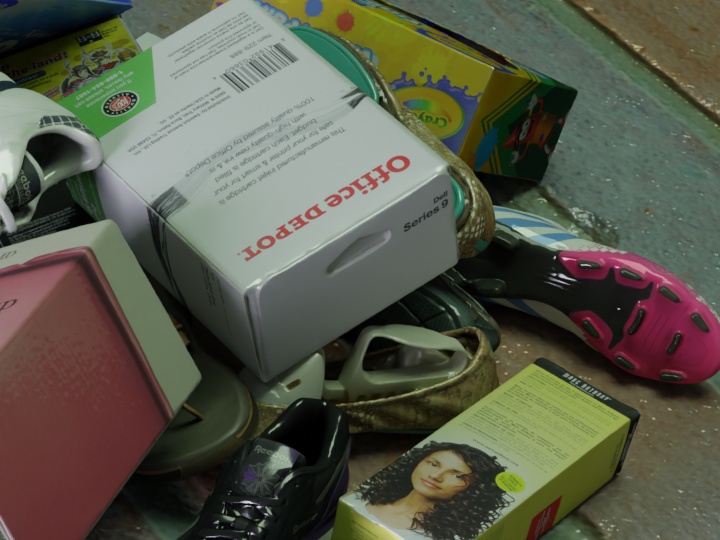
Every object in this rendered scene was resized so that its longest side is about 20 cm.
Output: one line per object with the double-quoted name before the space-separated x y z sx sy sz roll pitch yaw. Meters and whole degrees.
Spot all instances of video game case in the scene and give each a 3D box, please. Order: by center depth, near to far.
"video game case" -0.206 -0.068 1.661 0.200 0.026 0.181 -21 47 -13

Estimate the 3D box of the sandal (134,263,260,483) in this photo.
"sandal" -0.117 0.049 1.519 0.082 0.055 0.200 -32 38 5

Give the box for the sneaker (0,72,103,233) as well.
"sneaker" -0.229 -0.041 1.467 0.080 0.076 0.200 29 48 25

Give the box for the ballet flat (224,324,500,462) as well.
"ballet flat" -0.013 0.063 1.544 0.200 0.065 0.071 -8 28 -25

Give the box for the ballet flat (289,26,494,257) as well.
"ballet flat" 0.012 -0.072 1.647 0.200 0.071 0.065 52 9 33

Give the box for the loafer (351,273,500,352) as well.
"loafer" 0.000 0.000 1.661 0.200 0.072 0.063 38 22 24

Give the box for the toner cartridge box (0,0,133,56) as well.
"toner cartridge box" -0.230 -0.166 1.676 0.043 0.095 0.200 66 22 8

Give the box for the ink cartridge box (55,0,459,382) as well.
"ink cartridge box" -0.060 -0.049 1.546 0.146 0.084 0.200 -32 51 -20

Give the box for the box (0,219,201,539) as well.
"box" -0.191 0.078 1.385 0.128 0.109 0.200 -15 24 30

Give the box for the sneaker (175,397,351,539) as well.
"sneaker" -0.065 0.132 1.409 0.076 0.088 0.200 21 34 14

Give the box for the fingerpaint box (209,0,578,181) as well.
"fingerpaint box" 0.021 -0.134 1.787 0.200 0.073 0.167 26 9 22

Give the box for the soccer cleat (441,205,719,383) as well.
"soccer cleat" 0.139 0.005 1.681 0.200 0.070 0.086 24 19 10

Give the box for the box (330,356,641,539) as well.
"box" 0.070 0.119 1.505 0.075 0.050 0.200 29 37 24

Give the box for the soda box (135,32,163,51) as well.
"soda box" -0.077 -0.080 1.747 0.200 0.064 0.068 25 36 18
